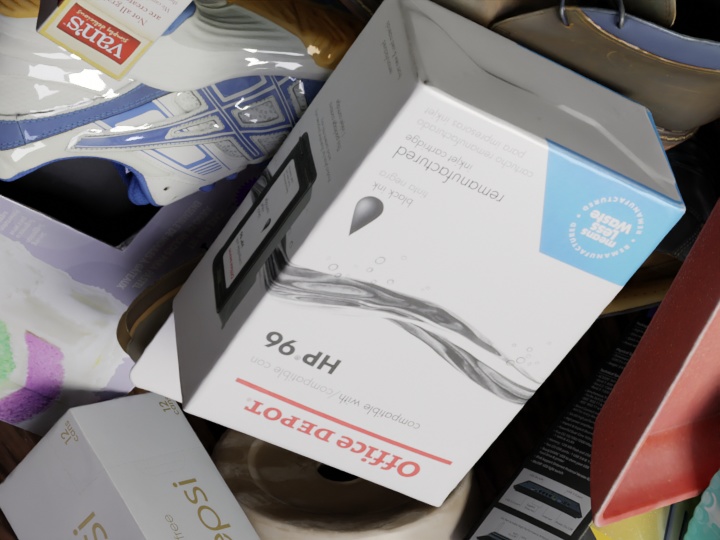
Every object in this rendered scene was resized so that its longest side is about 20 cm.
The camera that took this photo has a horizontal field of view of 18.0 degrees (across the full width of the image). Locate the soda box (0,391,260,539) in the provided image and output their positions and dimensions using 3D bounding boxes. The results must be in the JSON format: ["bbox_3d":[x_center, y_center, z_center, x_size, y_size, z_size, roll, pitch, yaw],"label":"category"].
[{"bbox_3d":[-0.070,0.151,0.951,0.064,0.200,0.068,-9,150,-51],"label":"soda box"}]

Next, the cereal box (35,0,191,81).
[{"bbox_3d":[-0.030,-0.171,0.724,0.040,0.144,0.200,31,123,-25],"label":"cereal box"}]

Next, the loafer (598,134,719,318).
[{"bbox_3d":[0.056,-0.001,0.958,0.200,0.072,0.073,-19,135,13],"label":"loafer"}]

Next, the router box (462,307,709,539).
[{"bbox_3d":[0.140,0.131,1.052,0.157,0.052,0.200,-51,137,-20],"label":"router box"}]

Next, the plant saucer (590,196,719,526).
[{"bbox_3d":[0.187,0.004,0.938,0.200,0.037,0.200,-11,136,-44],"label":"plant saucer"}]

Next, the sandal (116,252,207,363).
[{"bbox_3d":[0.000,0.000,0.901,0.200,0.054,0.080,-27,160,3],"label":"sandal"}]

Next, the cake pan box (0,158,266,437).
[{"bbox_3d":[-0.139,-0.029,0.921,0.184,0.052,0.200,26,126,-32],"label":"cake pan box"}]

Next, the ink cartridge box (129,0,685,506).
[{"bbox_3d":[0.010,0.010,0.831,0.116,0.068,0.200,23,121,-24],"label":"ink cartridge box"}]

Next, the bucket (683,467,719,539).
[{"bbox_3d":[0.246,0.119,0.977,0.207,0.135,0.207,-31,146,-24],"label":"bucket"}]

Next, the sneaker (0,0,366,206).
[{"bbox_3d":[-0.056,-0.067,0.839,0.200,0.075,0.088,6,120,-32],"label":"sneaker"}]

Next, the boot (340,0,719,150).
[{"bbox_3d":[0.071,-0.112,0.824,0.200,0.075,0.097,25,151,-28],"label":"boot"}]

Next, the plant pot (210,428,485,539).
[{"bbox_3d":[-0.009,0.159,1.047,0.200,0.200,0.174,-1,119,-6],"label":"plant pot"}]
